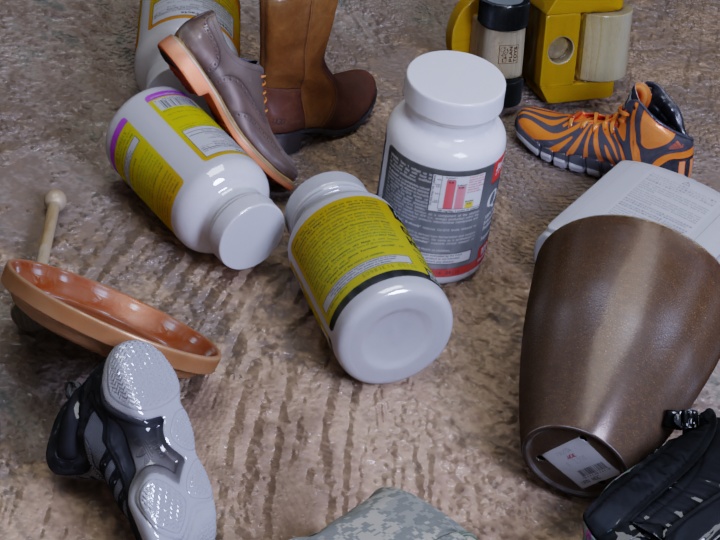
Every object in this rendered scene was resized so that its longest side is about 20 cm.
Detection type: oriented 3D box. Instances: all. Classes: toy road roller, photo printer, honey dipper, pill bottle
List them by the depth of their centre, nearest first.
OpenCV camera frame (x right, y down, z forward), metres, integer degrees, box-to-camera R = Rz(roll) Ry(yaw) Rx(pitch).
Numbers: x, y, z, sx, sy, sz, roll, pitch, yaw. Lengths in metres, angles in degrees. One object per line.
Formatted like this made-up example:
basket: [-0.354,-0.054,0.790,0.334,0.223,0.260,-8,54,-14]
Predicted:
pill bottle: [0.000,0.000,1.707,0.112,0.113,0.200,-7,40,-20]
honey dipper: [-0.292,-0.016,1.739,0.038,0.038,0.201,6,33,-4]
pill bottle: [0.076,-0.097,1.777,0.115,0.201,0.116,5,37,-4]
pill bottle: [-0.156,-0.086,1.796,0.104,0.105,0.200,-18,44,-31]
photo printer: [0.286,-0.031,1.841,0.166,0.070,0.200,26,40,23]
pill bottle: [-0.182,-0.234,1.979,0.110,0.112,0.201,4,37,-6]
toy road roller: [0.192,-0.268,2.097,0.198,0.124,0.146,-6,28,-17]

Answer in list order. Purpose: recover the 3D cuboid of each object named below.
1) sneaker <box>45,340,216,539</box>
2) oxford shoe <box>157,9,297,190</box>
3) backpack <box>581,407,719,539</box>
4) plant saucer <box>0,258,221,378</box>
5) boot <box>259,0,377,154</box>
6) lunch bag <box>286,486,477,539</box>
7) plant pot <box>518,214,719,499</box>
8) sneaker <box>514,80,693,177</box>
sneaker: [-0.185,0.165,1.489,0.075,0.113,0.202,3,66,-48]
oxford shoe: [-0.113,-0.165,1.847,0.073,0.200,0.071,-41,25,-7]
backpack: [0.261,0.212,1.472,0.199,0.127,0.166,-26,37,-36]
plant saucer: [-0.215,0.045,1.601,0.199,0.033,0.200,24,5,-2]
boot: [-0.043,-0.233,1.931,0.187,0.201,0.068,-23,46,-35]
lunch bag: [-0.003,0.250,1.357,0.199,0.140,0.168,-21,47,-34]
plant pot: [0.211,0.089,1.602,0.186,0.188,0.201,17,51,11]
sneaker: [0.261,-0.157,1.965,0.199,0.113,0.078,22,39,17]
